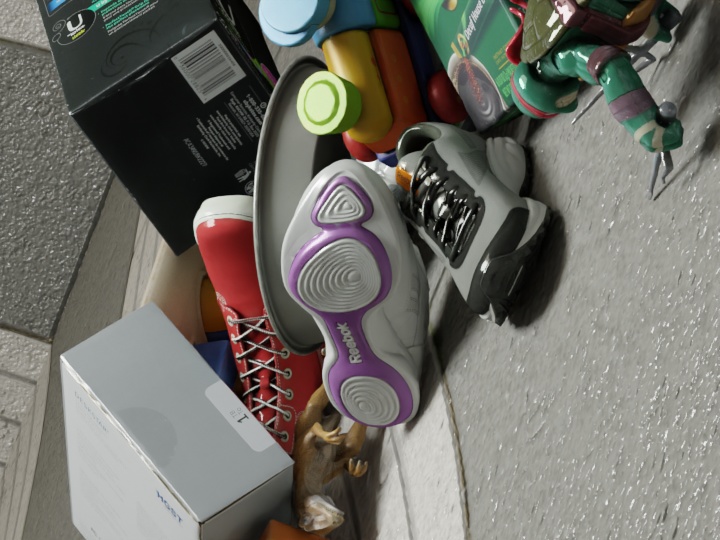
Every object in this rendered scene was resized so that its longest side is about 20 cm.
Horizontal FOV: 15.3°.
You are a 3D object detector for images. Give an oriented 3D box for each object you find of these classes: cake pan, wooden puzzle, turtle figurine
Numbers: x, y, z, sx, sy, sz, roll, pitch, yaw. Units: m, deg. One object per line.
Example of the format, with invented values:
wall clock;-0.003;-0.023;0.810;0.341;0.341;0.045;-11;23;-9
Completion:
cake pan;-0.021;-0.043;1.792;0.200;0.036;0.202;2;-90;-72
wooden puzzle;-0.097;0.084;1.899;0.186;0.046;0.201;-78;-29;-58
turtle figurine;0.133;-0.122;1.308;0.200;0.100;0.150;-54;19;38

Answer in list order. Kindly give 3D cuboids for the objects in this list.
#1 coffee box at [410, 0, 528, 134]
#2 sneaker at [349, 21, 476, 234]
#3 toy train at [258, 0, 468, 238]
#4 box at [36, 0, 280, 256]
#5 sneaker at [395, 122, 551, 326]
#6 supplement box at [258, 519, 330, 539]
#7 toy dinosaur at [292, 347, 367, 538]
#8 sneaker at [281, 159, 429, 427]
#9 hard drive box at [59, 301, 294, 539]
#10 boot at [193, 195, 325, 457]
coffee box;0.058;-0.189;1.570;0.201;0.044;0.123;64;160;4
sneaker;0.017;-0.111;1.732;0.075;0.115;0.201;-7;-45;-56
toy train;0.007;-0.093;1.624;0.084;0.115;0.201;-23;77;32
box;-0.133;-0.141;1.874;0.124;0.149;0.200;-32;35;5
sneaker;0.058;-0.030;1.530;0.200;0.079;0.074;-105;38;-68
supplement box;-0.041;0.239;1.584;0.201;0.066;0.069;-89;24;-56
toy dinosaur;-0.025;0.106;1.718;0.107;0.060;0.200;-58;5;14
sneaker;0.000;0.000;1.613;0.201;0.074;0.100;82;-164;-45
hard drive box;-0.120;0.146;1.734;0.077;0.156;0.201;-31;-29;-23
boot;-0.067;0.053;1.821;0.200;0.072;0.145;60;-147;-50
